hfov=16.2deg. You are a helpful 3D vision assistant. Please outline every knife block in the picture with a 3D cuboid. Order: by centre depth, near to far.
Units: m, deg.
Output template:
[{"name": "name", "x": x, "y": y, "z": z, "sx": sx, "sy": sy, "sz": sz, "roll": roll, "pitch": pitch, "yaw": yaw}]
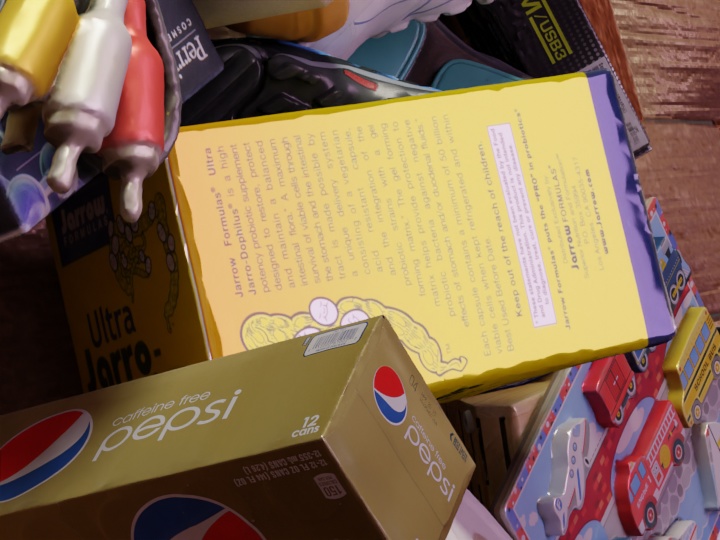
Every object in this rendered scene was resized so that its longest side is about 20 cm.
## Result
[{"name": "knife block", "x": 0.117, "y": 0.067, "z": 1.171, "sx": 0.200, "sy": 0.174, "sz": 0.064, "roll": -163, "pitch": -117, "yaw": -79}]

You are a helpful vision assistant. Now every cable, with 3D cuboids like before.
[{"name": "cable", "x": -0.077, "y": -0.112, "z": 0.830, "sx": 0.097, "sy": 0.050, "sz": 0.201, "roll": 30, "pitch": 66, "yaw": -46}]

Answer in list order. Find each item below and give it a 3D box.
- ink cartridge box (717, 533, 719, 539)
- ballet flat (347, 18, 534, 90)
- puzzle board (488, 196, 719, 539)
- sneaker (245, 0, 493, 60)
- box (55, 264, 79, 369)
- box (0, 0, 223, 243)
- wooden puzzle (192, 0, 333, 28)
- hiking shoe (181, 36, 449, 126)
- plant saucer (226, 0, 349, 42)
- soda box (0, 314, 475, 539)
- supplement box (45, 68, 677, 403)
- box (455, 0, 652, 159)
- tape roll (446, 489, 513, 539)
[{"name": "ink cartridge box", "x": 0.177, "y": 0.187, "z": 1.282, "sx": 0.161, "sy": 0.050, "sz": 0.201, "roll": -64, "pitch": 158, "yaw": -51}, {"name": "ballet flat", "x": 0.026, "y": -0.085, "z": 1.194, "sx": 0.199, "sy": 0.073, "sz": 0.073, "roll": 30, "pitch": 32, "yaw": 7}, {"name": "puzzle board", "x": 0.126, "y": 0.088, "z": 1.128, "sx": 0.151, "sy": 0.017, "sz": 0.200, "roll": 61, "pitch": 42, "yaw": -31}, {"name": "sneaker", "x": 0.030, "y": -0.142, "z": 1.132, "sx": 0.087, "sy": 0.200, "sz": 0.075, "roll": 40, "pitch": 11, "yaw": -35}, {"name": "box", "x": -0.057, "y": 0.066, "z": 1.021, "sx": 0.122, "sy": 0.047, "sz": 0.201, "roll": 4, "pitch": 70, "yaw": -60}, {"name": "box", "x": -0.161, "y": -0.115, "z": 0.873, "sx": 0.201, "sy": 0.107, "sz": 0.148, "roll": 64, "pitch": 34, "yaw": -15}, {"name": "wooden puzzle", "x": -0.110, "y": -0.172, "z": 0.949, "sx": 0.037, "sy": 0.185, "sz": 0.201, "roll": -39, "pitch": 110, "yaw": -28}, {"name": "hiking shoe", "x": 0.011, "y": -0.059, "z": 1.089, "sx": 0.199, "sy": 0.075, "sz": 0.087, "roll": 22, "pitch": 13, "yaw": -19}, {"name": "plant saucer", "x": -0.078, "y": -0.171, "z": 1.029, "sx": 0.200, "sy": 0.037, "sz": 0.200, "roll": 50, "pitch": -10, "yaw": 12}, {"name": "soda box", "x": -0.067, "y": 0.079, "z": 0.836, "sx": 0.068, "sy": 0.199, "sz": 0.064, "roll": 58, "pitch": 36, "yaw": -25}, {"name": "supplement box", "x": 0.000, "y": 0.000, "z": 0.950, "sx": 0.199, "sy": 0.109, "sz": 0.110, "roll": -10, "pitch": 84, "yaw": -31}, {"name": "box", "x": 0.064, "y": -0.157, "z": 1.272, "sx": 0.201, "sy": 0.047, "sz": 0.193, "roll": 61, "pitch": 2, "yaw": -19}, {"name": "tape roll", "x": 0.049, "y": 0.161, "z": 0.942, "sx": 0.203, "sy": 0.071, "sz": 0.202, "roll": 52, "pitch": 5, "yaw": -6}]
